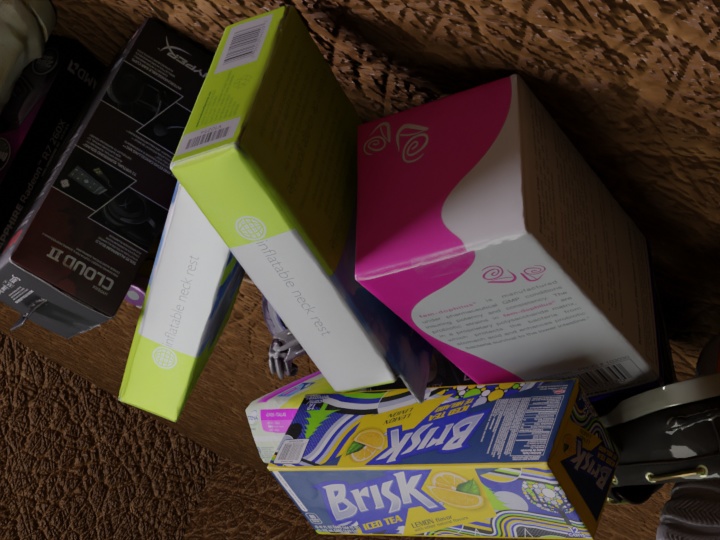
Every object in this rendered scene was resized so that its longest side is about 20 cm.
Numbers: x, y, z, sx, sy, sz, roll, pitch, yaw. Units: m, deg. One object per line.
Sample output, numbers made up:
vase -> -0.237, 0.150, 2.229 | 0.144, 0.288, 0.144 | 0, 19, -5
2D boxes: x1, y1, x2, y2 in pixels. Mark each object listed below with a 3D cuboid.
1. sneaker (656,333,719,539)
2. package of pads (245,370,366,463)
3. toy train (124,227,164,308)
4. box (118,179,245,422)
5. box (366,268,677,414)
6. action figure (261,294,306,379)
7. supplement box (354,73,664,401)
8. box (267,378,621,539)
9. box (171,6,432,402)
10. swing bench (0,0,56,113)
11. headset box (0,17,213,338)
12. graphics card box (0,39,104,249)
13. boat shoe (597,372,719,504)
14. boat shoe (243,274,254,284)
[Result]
sneaker -> 0.238, 0.147, 0.928 | 0.077, 0.200, 0.112 | 13, 155, 14
package of pads -> 0.022, 0.105, 1.224 | 0.154, 0.200, 0.068 | -12, 99, 60
toy train -> -0.138, -0.029, 1.065 | 0.200, 0.150, 0.056 | 21, 146, 44
box -> -0.094, -0.018, 0.894 | 0.048, 0.122, 0.200 | 22, 126, 0
box -> 0.115, 0.079, 0.993 | 0.199, 0.086, 0.164 | -11, 158, 10
action figure -> -0.031, 0.052, 1.313 | 0.130, 0.070, 0.200 | -13, -173, -13
supplement box -> 0.087, -0.006, 0.806 | 0.101, 0.104, 0.200 | -15, 148, 25
box -> 0.047, 0.114, 0.853 | 0.200, 0.064, 0.070 | -6, 131, 37
box -> -0.020, -0.030, 0.789 | 0.048, 0.122, 0.200 | -14, 129, 26
swing bench -> -0.319, -0.113, 0.964 | 0.200, 0.199, 0.130 | 18, 165, 29
headset box -> -0.171, -0.046, 0.938 | 0.077, 0.200, 0.149 | 32, 163, -15
graphics card box -> -0.276, -0.076, 1.029 | 0.125, 0.200, 0.051 | 16, 164, 36
boat shoe -> 0.162, 0.114, 0.875 | 0.072, 0.061, 0.201 | -11, 167, -25
boat shoe -> -0.035, 0.002, 1.200 | 0.200, 0.073, 0.063 | 29, -170, 3
